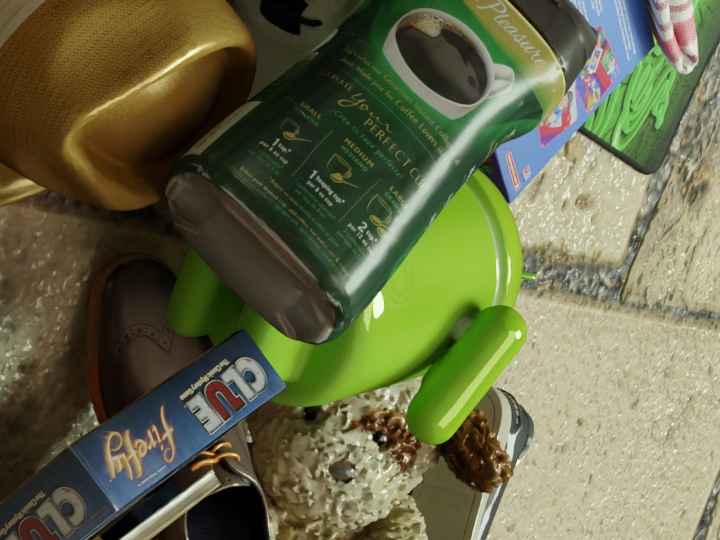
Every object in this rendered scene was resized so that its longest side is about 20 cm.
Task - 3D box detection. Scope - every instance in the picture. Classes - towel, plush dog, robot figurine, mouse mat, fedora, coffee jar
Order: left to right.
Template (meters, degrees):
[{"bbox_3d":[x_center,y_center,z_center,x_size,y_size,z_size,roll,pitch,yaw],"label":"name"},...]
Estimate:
[{"bbox_3d":[-0.108,-0.085,1.044,0.200,0.082,0.201,-38,152,-24],"label":"fedora"},{"bbox_3d":[-0.017,0.115,1.272,0.161,0.199,0.172,-97,-153,-77],"label":"plush dog"},{"bbox_3d":[0.000,0.000,1.181,0.200,0.175,0.116,-13,131,-49],"label":"robot figurine"},{"bbox_3d":[0.013,-0.068,1.073,0.200,0.104,0.085,-45,-179,-24],"label":"coffee jar"},{"bbox_3d":[0.145,-0.219,1.285,0.030,0.147,0.200,-17,137,3],"label":"towel"},{"bbox_3d":[0.189,-0.168,1.483,0.161,0.008,0.201,25,91,-55],"label":"mouse mat"}]

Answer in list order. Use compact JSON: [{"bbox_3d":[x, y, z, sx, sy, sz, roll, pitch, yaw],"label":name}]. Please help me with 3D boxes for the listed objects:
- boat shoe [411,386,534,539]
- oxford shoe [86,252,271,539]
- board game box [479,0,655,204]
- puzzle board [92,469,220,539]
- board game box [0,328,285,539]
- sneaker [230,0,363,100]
[{"bbox_3d":[0.054,0.167,1.453,0.063,0.072,0.201,24,86,-52],"label":"boat shoe"},{"bbox_3d":[-0.078,0.084,1.161,0.071,0.073,0.201,-16,87,-27],"label":"oxford shoe"},{"bbox_3d":[0.081,-0.152,1.232,0.134,0.045,0.200,-47,141,-24],"label":"board game box"},{"bbox_3d":[-0.158,0.161,1.116,0.151,0.017,0.200,-35,176,-34],"label":"puzzle board"},{"bbox_3d":[-0.137,0.111,1.075,0.200,0.035,0.135,-39,178,37],"label":"board game box"},{"bbox_3d":[-0.025,-0.154,1.109,0.080,0.073,0.201,-47,158,-65],"label":"sneaker"}]
